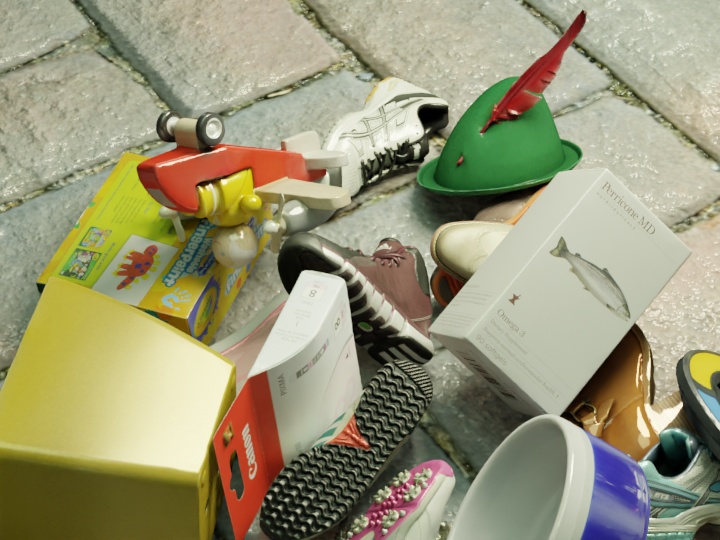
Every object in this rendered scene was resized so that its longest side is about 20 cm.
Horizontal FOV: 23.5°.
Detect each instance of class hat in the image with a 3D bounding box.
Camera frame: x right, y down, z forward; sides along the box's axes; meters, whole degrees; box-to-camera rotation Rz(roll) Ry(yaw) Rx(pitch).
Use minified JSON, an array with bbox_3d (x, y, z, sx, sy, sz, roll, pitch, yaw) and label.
[{"bbox_3d":[0.142,-0.187,1.770,0.199,0.177,0.166,-7,22,10],"label":"hat"}]

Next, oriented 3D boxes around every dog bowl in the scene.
[{"bbox_3d":[0.143,0.222,1.387,0.079,0.200,0.201,28,44,-15],"label":"dog bowl"}]

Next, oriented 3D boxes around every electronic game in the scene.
[{"bbox_3d":[0.352,0.143,1.494,0.200,0.042,0.200,33,23,-16],"label":"electronic game"}]

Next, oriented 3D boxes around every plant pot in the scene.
[{"bbox_3d":[-0.206,0.153,1.494,0.176,0.201,0.200,9,47,6],"label":"plant pot"}]

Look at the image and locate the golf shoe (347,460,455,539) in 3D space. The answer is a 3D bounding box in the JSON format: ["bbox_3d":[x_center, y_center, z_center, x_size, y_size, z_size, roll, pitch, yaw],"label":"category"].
[{"bbox_3d":[0.028,0.251,1.438,0.200,0.092,0.075,-54,20,-21],"label":"golf shoe"}]

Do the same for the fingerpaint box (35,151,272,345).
[{"bbox_3d":[-0.202,-0.015,1.737,0.166,0.074,0.200,12,48,16],"label":"fingerpaint box"}]

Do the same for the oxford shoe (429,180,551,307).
[{"bbox_3d":[0.136,-0.028,1.744,0.200,0.072,0.073,-34,29,-27],"label":"oxford shoe"}]

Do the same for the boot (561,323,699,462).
[{"bbox_3d":[0.207,0.123,1.577,0.154,0.074,0.200,-27,39,-8],"label":"boot"}]

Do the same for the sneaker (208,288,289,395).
[{"bbox_3d":[-0.073,0.090,1.624,0.200,0.076,0.105,-34,50,-19],"label":"sneaker"}]

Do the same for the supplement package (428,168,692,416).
[{"bbox_3d":[0.178,0.019,1.559,0.117,0.117,0.200,42,82,-11],"label":"supplement package"}]

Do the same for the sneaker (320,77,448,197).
[{"bbox_3d":[0.026,-0.134,1.837,0.087,0.076,0.200,20,51,22],"label":"sneaker"}]

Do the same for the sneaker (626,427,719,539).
[{"bbox_3d":[0.289,0.173,1.467,0.199,0.087,0.077,-14,14,-42],"label":"sneaker"}]

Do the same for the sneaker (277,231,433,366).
[{"bbox_3d":[0.000,0.000,1.634,0.075,0.200,0.116,-19,43,33],"label":"sneaker"}]

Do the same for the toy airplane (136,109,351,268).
[{"bbox_3d":[-0.106,-0.072,1.652,0.198,0.142,0.200,6,1,1],"label":"toy airplane"}]

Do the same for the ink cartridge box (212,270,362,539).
[{"bbox_3d":[-0.059,0.126,1.526,0.057,0.163,0.200,9,48,16],"label":"ink cartridge box"}]

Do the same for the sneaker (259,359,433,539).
[{"bbox_3d":[-0.009,0.170,1.546,0.070,0.093,0.200,40,78,12],"label":"sneaker"}]

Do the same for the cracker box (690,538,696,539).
[{"bbox_3d":[0.259,0.325,1.380,0.133,0.058,0.200,-18,46,-14],"label":"cracker box"}]

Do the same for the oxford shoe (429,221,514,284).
[{"bbox_3d":[0.167,-0.007,1.657,0.199,0.074,0.071,12,84,-8],"label":"oxford shoe"}]

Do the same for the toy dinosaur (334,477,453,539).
[{"bbox_3d":[0.026,0.238,1.494,0.199,0.048,0.088,-27,56,-17],"label":"toy dinosaur"}]
